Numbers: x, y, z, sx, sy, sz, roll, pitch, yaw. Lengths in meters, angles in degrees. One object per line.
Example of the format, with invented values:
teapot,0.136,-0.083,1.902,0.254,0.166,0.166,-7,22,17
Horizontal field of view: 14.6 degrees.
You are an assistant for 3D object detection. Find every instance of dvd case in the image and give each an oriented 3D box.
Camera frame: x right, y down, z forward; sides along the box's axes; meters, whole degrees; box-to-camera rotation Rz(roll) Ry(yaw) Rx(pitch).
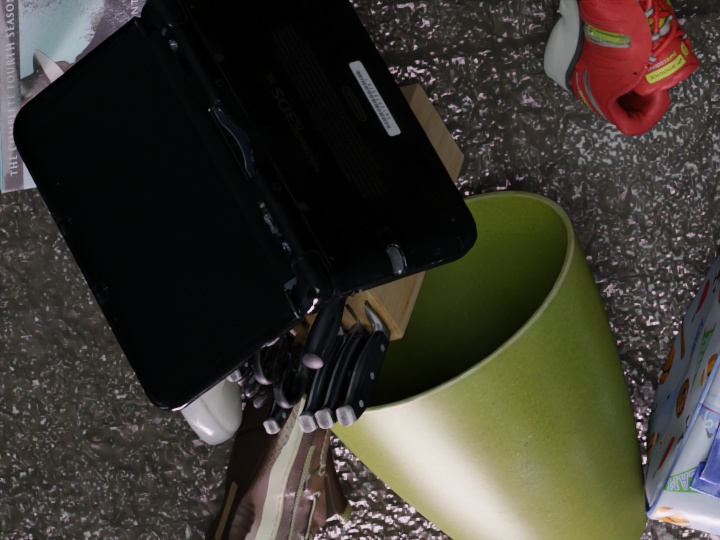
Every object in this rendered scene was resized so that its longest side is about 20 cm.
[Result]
dvd case,-0.113,-0.123,1.604,0.199,0.022,0.146,-10,128,-18

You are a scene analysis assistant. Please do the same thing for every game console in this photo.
game console,-0.065,-0.050,1.554,0.200,0.176,0.116,61,145,16

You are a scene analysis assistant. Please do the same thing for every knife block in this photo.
knife block,0.000,0.000,1.606,0.200,0.176,0.064,-38,125,-6

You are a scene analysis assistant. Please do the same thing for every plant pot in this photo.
plant pot,0.087,0.088,1.664,0.187,0.187,0.200,-28,119,11

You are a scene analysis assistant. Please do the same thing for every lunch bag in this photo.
lunch bag,0.225,0.061,1.641,0.075,0.160,0.200,19,105,-1

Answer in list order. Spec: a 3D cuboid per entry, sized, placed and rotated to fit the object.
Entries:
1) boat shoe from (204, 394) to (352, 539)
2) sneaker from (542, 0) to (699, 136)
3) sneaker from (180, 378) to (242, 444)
boat shoe,-0.041,0.133,1.733,0.075,0.075,0.203,14,108,-22
sneaker,0.159,-0.145,1.581,0.077,0.200,0.085,-36,68,-15
sneaker,-0.088,0.006,1.692,0.084,0.073,0.201,-12,103,10
